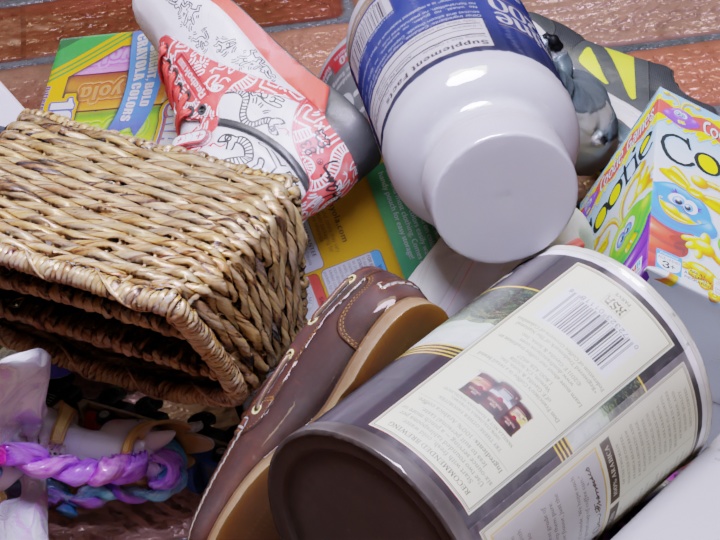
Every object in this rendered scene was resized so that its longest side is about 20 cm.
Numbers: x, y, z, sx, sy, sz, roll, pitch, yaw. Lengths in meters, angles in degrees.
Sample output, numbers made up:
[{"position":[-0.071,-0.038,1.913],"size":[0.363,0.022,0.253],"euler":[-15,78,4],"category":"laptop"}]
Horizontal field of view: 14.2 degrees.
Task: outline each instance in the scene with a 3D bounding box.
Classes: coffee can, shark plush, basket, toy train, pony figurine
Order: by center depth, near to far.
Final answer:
[{"position":[0.071,0.097,1.531],"size":[0.146,0.147,0.200],"euler":[23,44,37],"category":"coffee can"},{"position":[-0.146,0.016,1.630],"size":[0.200,0.143,0.149],"euler":[15,37,22],"category":"basket"},{"position":[-0.207,0.104,1.641],"size":[0.200,0.167,0.193],"euler":[10,20,25],"category":"pony figurine"},{"position":[-0.141,0.096,1.734],"size":[0.200,0.034,0.046],"euler":[15,42,29],"category":"toy train"},{"position":[0.118,-0.109,1.819],"size":[0.091,0.083,0.200],"euler":[-11,-15,24],"category":"shark plush"}]

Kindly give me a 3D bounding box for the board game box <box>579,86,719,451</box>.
[{"position":[0.194,-0.001,1.727],"size":[0.105,0.103,0.200],"euler":[25,34,-10],"category":"board game box"}]

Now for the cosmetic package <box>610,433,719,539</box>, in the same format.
[{"position":[0.194,0.169,1.520],"size":[0.108,0.085,0.200],"euler":[20,43,35],"category":"cosmetic package"}]

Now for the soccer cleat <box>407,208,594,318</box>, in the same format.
[{"position":[0.048,0.023,1.690],"size":[0.200,0.069,0.078],"euler":[-34,47,-13],"category":"soccer cleat"}]

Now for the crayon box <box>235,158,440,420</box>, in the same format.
[{"position":[0.000,0.000,1.744],"size":[0.200,0.126,0.052],"euler":[-21,5,-7],"category":"crayon box"}]

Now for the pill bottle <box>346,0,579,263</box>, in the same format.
[{"position":[0.061,-0.090,1.629],"size":[0.111,0.111,0.200],"euler":[-10,33,-5],"category":"pill bottle"}]

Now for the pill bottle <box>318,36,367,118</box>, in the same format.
[{"position":[0.040,-0.073,1.883],"size":[0.114,0.114,0.200],"euler":[-10,33,-5],"category":"pill bottle"}]

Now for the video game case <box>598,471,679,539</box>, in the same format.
[{"position":[0.058,0.131,1.645],"size":[0.181,0.036,0.200],"euler":[-29,40,-28],"category":"video game case"}]

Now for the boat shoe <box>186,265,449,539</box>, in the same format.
[{"position":[-0.031,0.087,1.605],"size":[0.200,0.070,0.070],"euler":[-51,45,-5],"category":"boat shoe"}]

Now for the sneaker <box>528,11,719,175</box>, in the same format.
[{"position":[0.169,-0.117,1.978],"size":[0.085,0.075,0.200],"euler":[-18,43,-26],"category":"sneaker"}]

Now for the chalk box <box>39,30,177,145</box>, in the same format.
[{"position":[-0.095,-0.076,1.831],"size":[0.200,0.125,0.124],"euler":[-2,61,31],"category":"chalk box"}]

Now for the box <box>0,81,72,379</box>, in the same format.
[{"position":[-0.223,-0.031,1.753],"size":[0.119,0.200,0.041],"euler":[-42,9,-6],"category":"box"}]

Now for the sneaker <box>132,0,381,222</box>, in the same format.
[{"position":[-0.093,-0.095,1.709],"size":[0.201,0.067,0.108],"euler":[39,65,24],"category":"sneaker"}]
